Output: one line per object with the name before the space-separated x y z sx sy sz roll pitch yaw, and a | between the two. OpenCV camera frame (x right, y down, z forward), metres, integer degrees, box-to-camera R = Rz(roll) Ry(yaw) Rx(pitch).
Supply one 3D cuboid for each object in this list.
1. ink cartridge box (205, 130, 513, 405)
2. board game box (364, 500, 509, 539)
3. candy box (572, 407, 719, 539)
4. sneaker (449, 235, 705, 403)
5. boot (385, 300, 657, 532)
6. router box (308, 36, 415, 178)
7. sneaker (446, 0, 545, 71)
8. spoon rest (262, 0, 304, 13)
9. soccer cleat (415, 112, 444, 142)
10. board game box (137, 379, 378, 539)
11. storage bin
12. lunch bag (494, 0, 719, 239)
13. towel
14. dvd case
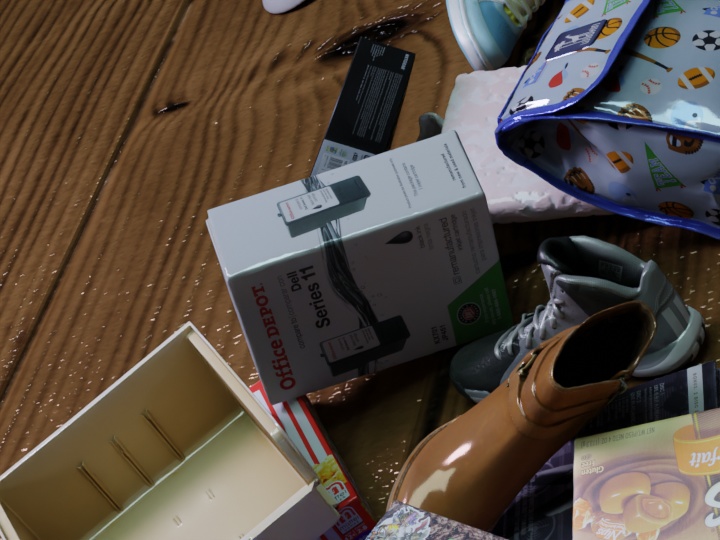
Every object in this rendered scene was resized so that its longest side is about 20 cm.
ink cartridge box | 0.000 0.000 1.466 0.199 0.147 0.083 -18 43 -2
board game box | 0.092 0.235 1.102 0.200 0.160 0.097 12 55 51
candy box | 0.227 0.142 1.176 0.200 0.055 0.116 -15 51 27
sneaker | 0.134 0.025 1.384 0.200 0.116 0.075 -14 37 30
boot | 0.106 0.104 1.259 0.200 0.077 0.155 -37 -6 -24
router box | -0.013 -0.069 1.620 0.052 0.157 0.200 17 46 1
sneaker | 0.152 -0.263 1.790 0.130 0.080 0.200 -21 35 24
spoon rest | -0.032 -0.353 2.121 0.200 0.061 0.099 -48 30 5
soccer cleat | 0.036 -0.043 1.606 0.069 0.078 0.200 -8 41 37
board game box | -0.082 0.173 1.457 0.151 0.046 0.200 -35 31 0
storage bin | -0.142 0.167 1.387 0.200 0.094 0.199 -39 32 -6
lunch bag | 0.217 -0.131 1.455 0.200 0.124 0.170 14 49 21
towel | 0.160 -0.104 1.572 0.199 0.032 0.191 -5 39 16
dvd case | 0.149 0.144 1.308 0.200 0.016 0.149 -21 33 22
